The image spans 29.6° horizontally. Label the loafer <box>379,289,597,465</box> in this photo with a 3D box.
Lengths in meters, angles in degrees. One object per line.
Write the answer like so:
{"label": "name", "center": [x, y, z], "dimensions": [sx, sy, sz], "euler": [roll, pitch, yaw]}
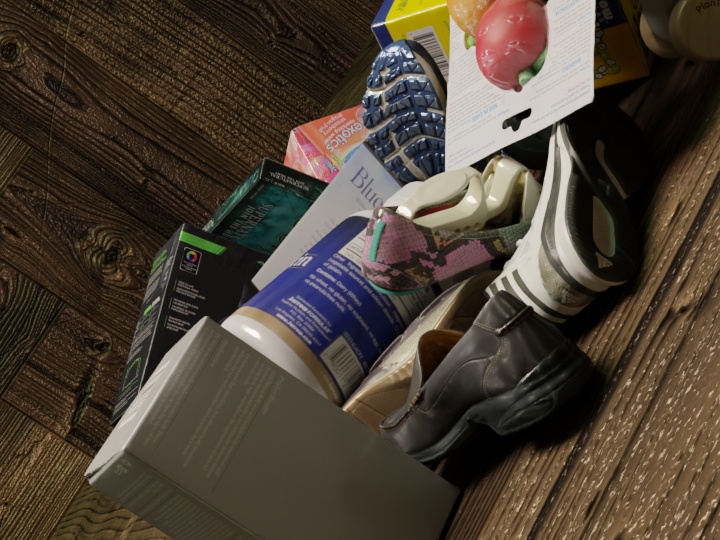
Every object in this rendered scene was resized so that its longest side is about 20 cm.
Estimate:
{"label": "loafer", "center": [0.062, 0.065, 0.832], "dimensions": [0.073, 0.072, 0.200], "euler": [-36, 0, -35]}

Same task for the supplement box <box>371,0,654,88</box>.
{"label": "supplement box", "center": [0.129, -0.204, 1.092], "dimensions": [0.199, 0.110, 0.109], "euler": [-11, 35, 30]}

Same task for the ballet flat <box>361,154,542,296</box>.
{"label": "ballet flat", "center": [0.079, -0.039, 0.930], "dimensions": [0.199, 0.069, 0.072], "euler": [-18, -53, -42]}

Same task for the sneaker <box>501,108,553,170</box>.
{"label": "sneaker", "center": [0.144, -0.117, 1.162], "dimensions": [0.200, 0.070, 0.082], "euler": [-81, 1, -61]}

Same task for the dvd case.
{"label": "dvd case", "center": [0.000, 0.000, 1.204], "dimensions": [0.200, 0.143, 0.018], "euler": [-49, -13, 34]}

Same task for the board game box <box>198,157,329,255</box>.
{"label": "board game box", "center": [-0.074, -0.038, 1.347], "dimensions": [0.200, 0.135, 0.028], "euler": [-38, 36, 57]}

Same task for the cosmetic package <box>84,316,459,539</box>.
{"label": "cosmetic package", "center": [-0.051, 0.133, 0.837], "dimensions": [0.090, 0.200, 0.107], "euler": [-37, 18, 55]}

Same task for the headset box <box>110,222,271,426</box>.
{"label": "headset box", "center": [-0.127, 0.072, 1.323], "dimensions": [0.093, 0.173, 0.201], "euler": [-38, 35, 56]}

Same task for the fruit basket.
{"label": "fruit basket", "center": [0.114, -0.181, 0.933], "dimensions": [0.185, 0.093, 0.201], "euler": [-26, 63, 61]}

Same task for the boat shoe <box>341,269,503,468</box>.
{"label": "boat shoe", "center": [0.041, 0.081, 0.950], "dimensions": [0.200, 0.072, 0.065], "euler": [-51, 5, 2]}

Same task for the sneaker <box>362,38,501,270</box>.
{"label": "sneaker", "center": [0.067, -0.098, 1.083], "dimensions": [0.077, 0.201, 0.085], "euler": [-2, 34, 36]}

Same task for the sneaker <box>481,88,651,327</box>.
{"label": "sneaker", "center": [0.125, -0.035, 0.896], "dimensions": [0.115, 0.076, 0.201], "euler": [-45, 16, 38]}

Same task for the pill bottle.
{"label": "pill bottle", "center": [0.000, 0.027, 1.018], "dimensions": [0.200, 0.116, 0.116], "euler": [-41, 3, -26]}

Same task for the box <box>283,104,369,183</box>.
{"label": "box", "center": [-0.022, -0.077, 1.430], "dimensions": [0.102, 0.095, 0.200], "euler": [-20, -20, -19]}

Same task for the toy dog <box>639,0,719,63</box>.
{"label": "toy dog", "center": [0.241, -0.232, 0.925], "dimensions": [0.201, 0.096, 0.132], "euler": [-59, 11, -18]}
